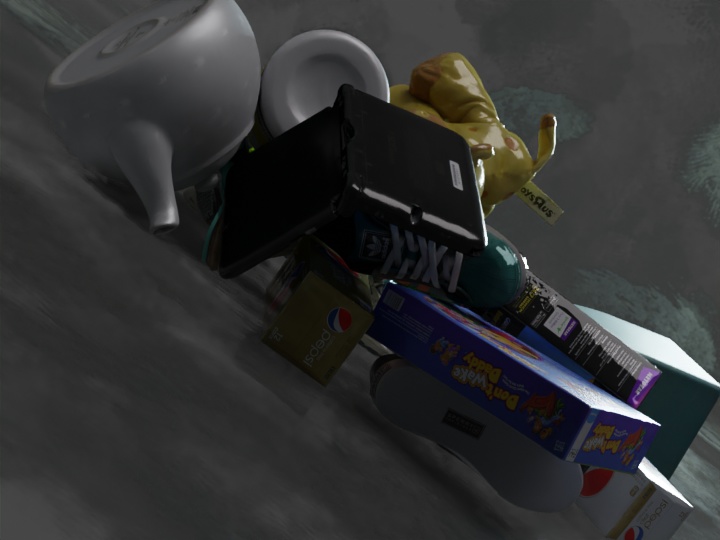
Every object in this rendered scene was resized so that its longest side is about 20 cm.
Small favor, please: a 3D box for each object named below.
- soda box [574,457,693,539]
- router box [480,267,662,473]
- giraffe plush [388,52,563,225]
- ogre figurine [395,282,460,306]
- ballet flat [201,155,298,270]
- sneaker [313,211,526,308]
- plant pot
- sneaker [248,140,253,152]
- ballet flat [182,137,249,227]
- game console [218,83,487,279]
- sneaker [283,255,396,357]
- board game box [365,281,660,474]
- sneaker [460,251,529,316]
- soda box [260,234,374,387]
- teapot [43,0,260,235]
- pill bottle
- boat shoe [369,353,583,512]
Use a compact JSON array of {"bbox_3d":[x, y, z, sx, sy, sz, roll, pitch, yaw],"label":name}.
[{"bbox_3d":[0.220,0.182,1.716,0.063,0.068,0.200,33,8,-31],"label":"soda box"},{"bbox_3d":[0.156,0.097,1.597,0.149,0.051,0.200,37,-29,8],"label":"router box"},{"bbox_3d":[0.068,-0.089,1.649,0.199,0.174,0.162,27,19,20],"label":"giraffe plush"},{"bbox_3d":[0.013,-0.008,1.779,0.198,0.099,0.120,6,0,16],"label":"ogre figurine"},{"bbox_3d":[-0.082,-0.045,1.575,0.072,0.068,0.200,19,19,-2],"label":"ballet flat"},{"bbox_3d":[0.035,-0.016,1.499,0.199,0.072,0.080,22,20,29],"label":"sneaker"},{"bbox_3d":[0.239,0.118,1.947,0.199,0.142,0.141,26,11,-23],"label":"plant pot"},{"bbox_3d":[-0.082,-0.089,1.820,0.198,0.075,0.084,11,-19,23],"label":"sneaker"},{"bbox_3d":[-0.132,-0.093,1.707,0.072,0.072,0.202,27,46,-52],"label":"ballet flat"},{"bbox_3d":[-0.007,-0.051,1.457,0.174,0.117,0.201,22,25,-13],"label":"game console"},{"bbox_3d":[0.000,0.000,1.682,0.200,0.086,0.078,49,8,11],"label":"sneaker"},{"bbox_3d":[0.116,0.083,1.432,0.199,0.045,0.134,32,7,33],"label":"board game box"},{"bbox_3d":[0.139,0.035,1.726,0.201,0.070,0.099,51,20,-54],"label":"sneaker"},{"bbox_3d":[-0.035,0.026,1.489,0.064,0.068,0.200,35,8,-7],"label":"soda box"},{"bbox_3d":[-0.157,-0.135,1.561,0.197,0.200,0.147,12,-44,58],"label":"teapot"},{"bbox_3d":[-0.044,-0.142,1.656,0.112,0.113,0.200,36,-7,-6],"label":"pill bottle"},{"bbox_3d":[0.092,0.123,1.493,0.199,0.069,0.057,33,8,-16],"label":"boat shoe"}]
